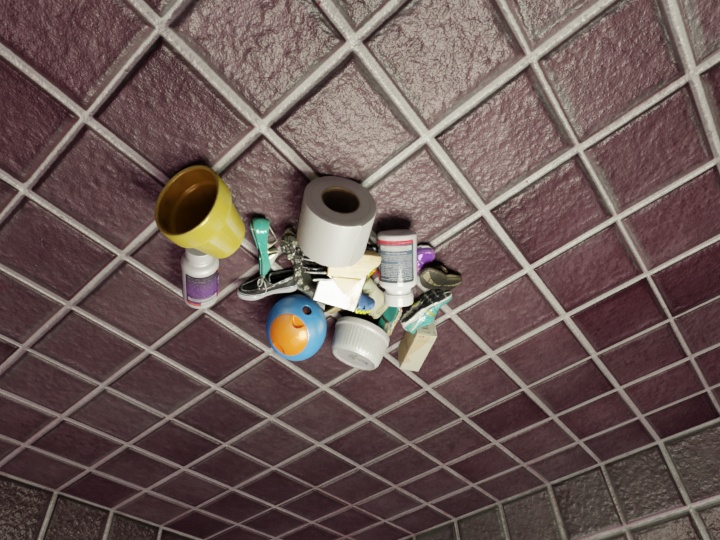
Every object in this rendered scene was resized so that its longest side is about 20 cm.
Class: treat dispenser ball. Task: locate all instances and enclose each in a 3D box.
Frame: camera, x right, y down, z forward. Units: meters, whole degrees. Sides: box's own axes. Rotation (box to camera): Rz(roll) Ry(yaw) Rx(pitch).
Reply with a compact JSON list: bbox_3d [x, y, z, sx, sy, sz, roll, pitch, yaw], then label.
[{"bbox_3d":[-0.203,0.180,1.685,0.192,0.206,0.206,-2,135,-2],"label":"treat dispenser ball"}]

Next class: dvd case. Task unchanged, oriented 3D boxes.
[{"bbox_3d":[-0.045,0.008,1.526,0.138,0.018,0.207,16,100,-20],"label":"dvd case"}]

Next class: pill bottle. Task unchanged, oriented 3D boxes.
[{"bbox_3d":[0.107,-0.007,1.532,0.114,0.120,0.209,-3,102,-2],"label":"pill bottle"},{"bbox_3d":[-0.470,0.004,1.556,0.107,0.114,0.204,6,134,-10],"label":"pill bottle"}]

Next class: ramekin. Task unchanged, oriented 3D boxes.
[{"bbox_3d":[-0.006,0.250,1.781,0.193,0.108,0.202,17,153,9],"label":"ramekin"}]

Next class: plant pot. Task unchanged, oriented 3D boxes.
[{"bbox_3d":[-0.400,-0.134,1.387,0.194,0.207,0.189,-18,150,13],"label":"plant pot"}]

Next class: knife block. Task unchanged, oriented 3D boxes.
[{"bbox_3d":[-0.062,-0.037,1.463,0.198,0.064,0.178,-38,113,-2],"label":"knife block"}]

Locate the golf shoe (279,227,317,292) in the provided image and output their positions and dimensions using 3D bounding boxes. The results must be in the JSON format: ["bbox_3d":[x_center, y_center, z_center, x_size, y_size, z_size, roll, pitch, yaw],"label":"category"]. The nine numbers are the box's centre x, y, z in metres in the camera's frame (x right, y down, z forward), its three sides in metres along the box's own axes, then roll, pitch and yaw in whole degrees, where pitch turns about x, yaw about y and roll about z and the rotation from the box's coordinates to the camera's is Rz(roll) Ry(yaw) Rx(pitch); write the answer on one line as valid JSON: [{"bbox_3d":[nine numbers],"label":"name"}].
[{"bbox_3d":[-0.170,-0.032,1.548,0.074,0.089,0.205,-17,124,5],"label":"golf shoe"}]

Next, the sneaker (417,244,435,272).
[{"bbox_3d":[0.149,0.003,1.627,0.197,0.090,0.080,-33,127,23],"label":"sneaker"}]

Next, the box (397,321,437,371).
[{"bbox_3d":[0.197,0.255,1.867,0.075,0.097,0.204,9,131,-12],"label":"box"}]

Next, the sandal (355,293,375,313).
[{"bbox_3d":[-0.034,0.067,1.593,0.195,0.080,0.089,20,105,-29],"label":"sandal"}]

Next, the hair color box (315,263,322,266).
[{"bbox_3d":[-0.079,-0.025,1.597,0.107,0.065,0.203,16,129,-19],"label":"hair color box"}]

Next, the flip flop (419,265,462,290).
[{"bbox_3d":[0.248,0.016,1.659,0.196,0.059,0.080,7,145,-45],"label":"flip flop"}]

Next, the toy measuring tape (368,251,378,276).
[{"bbox_3d":[0.000,0.000,1.626,0.072,0.075,0.199,26,131,-27],"label":"toy measuring tape"}]

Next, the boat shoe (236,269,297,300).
[{"bbox_3d":[-0.287,0.038,1.630,0.191,0.075,0.070,-6,136,-1],"label":"boat shoe"}]

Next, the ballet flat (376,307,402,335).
[{"bbox_3d":[0.102,0.159,1.798,0.062,0.077,0.203,-15,148,-35],"label":"ballet flat"}]

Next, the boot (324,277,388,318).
[{"bbox_3d":[-0.007,0.109,1.725,0.197,0.074,0.154,-35,127,23],"label":"boot"}]

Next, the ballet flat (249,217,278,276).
[{"bbox_3d":[-0.272,-0.066,1.538,0.068,0.069,0.205,-10,133,-9],"label":"ballet flat"}]

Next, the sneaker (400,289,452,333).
[{"bbox_3d":[0.221,0.130,1.744,0.197,0.078,0.080,-37,118,13],"label":"sneaker"}]

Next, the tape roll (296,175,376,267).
[{"bbox_3d":[-0.065,-0.131,1.401,0.194,0.207,0.142,7,133,-12],"label":"tape roll"}]
